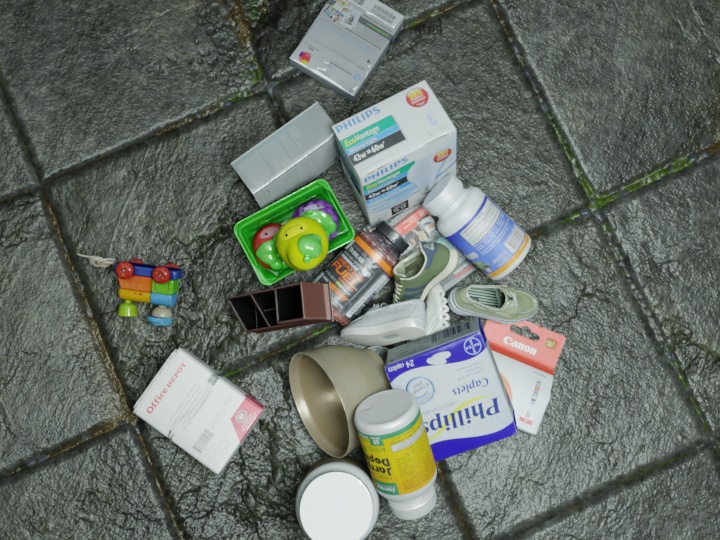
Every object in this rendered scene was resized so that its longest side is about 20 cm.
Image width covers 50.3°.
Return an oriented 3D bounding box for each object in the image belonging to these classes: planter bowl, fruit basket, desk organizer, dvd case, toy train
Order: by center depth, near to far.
[{"bbox_3d":[-0.023,0.221,1.398,0.134,0.200,0.201,-20,81,-31],"label":"planter bowl"},{"bbox_3d":[-0.151,0.070,1.409,0.199,0.077,0.072,-12,79,37],"label":"desk organizer"},{"bbox_3d":[-0.119,-0.065,1.420,0.215,0.216,0.156,-29,83,-4],"label":"fruit basket"},{"bbox_3d":[-0.449,0.036,1.471,0.199,0.085,0.117,7,95,1],"label":"toy train"},{"bbox_3d":[0.121,-0.047,1.507,0.146,0.022,0.200,-37,83,-5],"label":"dvd case"}]

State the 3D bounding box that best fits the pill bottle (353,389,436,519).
[{"bbox_3d":[0.066,0.313,1.291,0.112,0.113,0.201,-17,111,-3],"label":"pill bottle"}]

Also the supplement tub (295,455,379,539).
[{"bbox_3d":[-0.040,0.406,1.352,0.144,0.200,0.146,0,81,0],"label":"supplement tub"}]

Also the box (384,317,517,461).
[{"bbox_3d":[0.163,0.215,1.372,0.183,0.105,0.201,-21,98,9],"label":"box"}]

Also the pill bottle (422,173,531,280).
[{"bbox_3d":[0.215,-0.085,1.443,0.200,0.112,0.112,41,83,-11],"label":"pill bottle"}]

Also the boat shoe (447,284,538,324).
[{"bbox_3d":[0.260,0.061,1.437,0.199,0.062,0.073,3,77,-27],"label":"boat shoe"}]

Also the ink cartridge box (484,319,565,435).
[{"bbox_3d":[0.292,0.190,1.460,0.161,0.050,0.201,22,86,3],"label":"ink cartridge box"}]

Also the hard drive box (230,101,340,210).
[{"bbox_3d":[-0.135,-0.210,1.464,0.200,0.156,0.077,-36,82,-6],"label":"hard drive box"}]

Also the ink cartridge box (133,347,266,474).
[{"bbox_3d":[-0.299,0.259,1.432,0.200,0.085,0.146,35,83,3],"label":"ink cartridge box"}]

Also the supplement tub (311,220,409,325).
[{"bbox_3d":[0.000,0.000,1.447,0.107,0.107,0.200,43,91,6],"label":"supplement tub"}]

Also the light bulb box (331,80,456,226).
[{"bbox_3d":[0.069,-0.213,1.431,0.197,0.200,0.125,-27,68,-3],"label":"light bulb box"}]

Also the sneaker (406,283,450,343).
[{"bbox_3d":[0.128,0.117,1.449,0.080,0.075,0.202,0,88,-1],"label":"sneaker"}]

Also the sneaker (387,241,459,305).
[{"bbox_3d":[0.088,0.018,1.423,0.089,0.067,0.200,21,125,-31],"label":"sneaker"}]

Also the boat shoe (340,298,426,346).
[{"bbox_3d":[0.041,0.093,1.421,0.072,0.199,0.069,26,61,-32],"label":"boat shoe"}]

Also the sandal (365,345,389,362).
[{"bbox_3d":[0.072,0.228,1.454,0.075,0.048,0.201,-33,84,-4],"label":"sandal"}]

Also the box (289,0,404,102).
[{"bbox_3d":[-0.026,-0.467,1.558,0.155,0.041,0.201,31,82,5],"label":"box"}]
